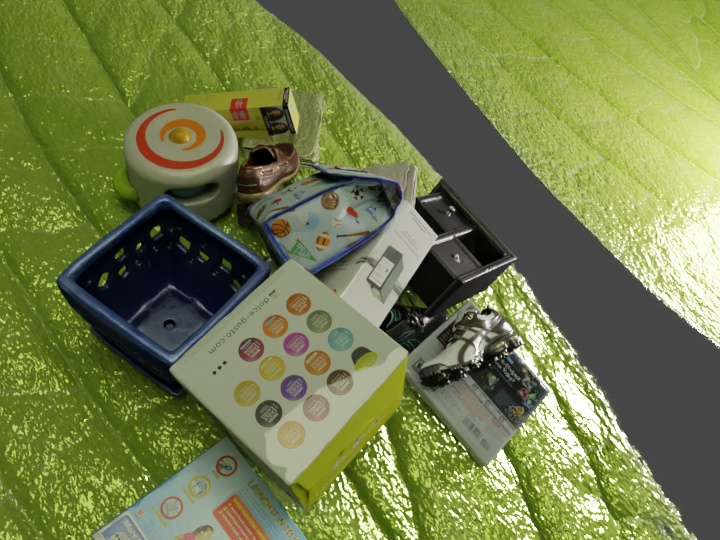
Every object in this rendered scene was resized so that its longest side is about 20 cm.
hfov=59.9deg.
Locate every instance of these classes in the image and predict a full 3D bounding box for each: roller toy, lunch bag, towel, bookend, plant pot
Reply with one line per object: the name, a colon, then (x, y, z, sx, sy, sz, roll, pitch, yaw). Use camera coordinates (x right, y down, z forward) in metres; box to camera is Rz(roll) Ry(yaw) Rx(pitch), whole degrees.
roller toy: (-0.294, -0.183, 1.042, 0.182, 0.140, 0.200, 26, 56, 7)
lunch bag: (-0.052, -0.089, 0.922, 0.200, 0.170, 0.124, -28, 110, -9)
towel: (0.002, -0.122, 1.086, 0.200, 0.034, 0.133, -10, 51, 23)
bookend: (0.129, -0.045, 1.049, 0.199, 0.092, 0.200, -18, 63, -50)
towel: (-0.147, -0.278, 1.210, 0.148, 0.036, 0.200, 8, 57, -8)
plant pot: (-0.267, 0.047, 0.882, 0.200, 0.180, 0.200, 34, 57, 9)

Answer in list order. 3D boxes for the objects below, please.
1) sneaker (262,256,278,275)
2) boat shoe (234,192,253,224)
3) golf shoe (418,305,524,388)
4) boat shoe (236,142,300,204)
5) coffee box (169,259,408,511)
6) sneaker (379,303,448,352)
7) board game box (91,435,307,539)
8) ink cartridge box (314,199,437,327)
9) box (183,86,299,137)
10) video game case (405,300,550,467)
sneaker: (-0.087, -0.028, 1.040, 0.200, 0.073, 0.085, -21, 67, -23)
boat shoe: (-0.116, -0.097, 1.065, 0.200, 0.072, 0.072, 3, 11, 5)
golf shoe: (0.153, 0.113, 0.955, 0.200, 0.078, 0.095, -15, 69, -37)
boat shoe: (-0.153, -0.180, 1.057, 0.072, 0.068, 0.200, 4, 31, 13)
coffee box: (-0.077, 0.150, 0.791, 0.198, 0.200, 0.200, 38, 68, 19)
sneaker: (0.065, 0.089, 0.992, 0.200, 0.079, 0.075, -9, 61, -29)
board game box: (-0.190, 0.349, 0.781, 0.196, 0.056, 0.200, -33, 70, -30)
ink cartridge box: (0.000, 0.000, 0.941, 0.084, 0.145, 0.200, 46, 64, -24)
box: (-0.217, -0.284, 1.136, 0.200, 0.075, 0.050, -1, 57, 8)
video game case: (0.182, 0.173, 0.990, 0.182, 0.023, 0.200, -37, 83, -30)
